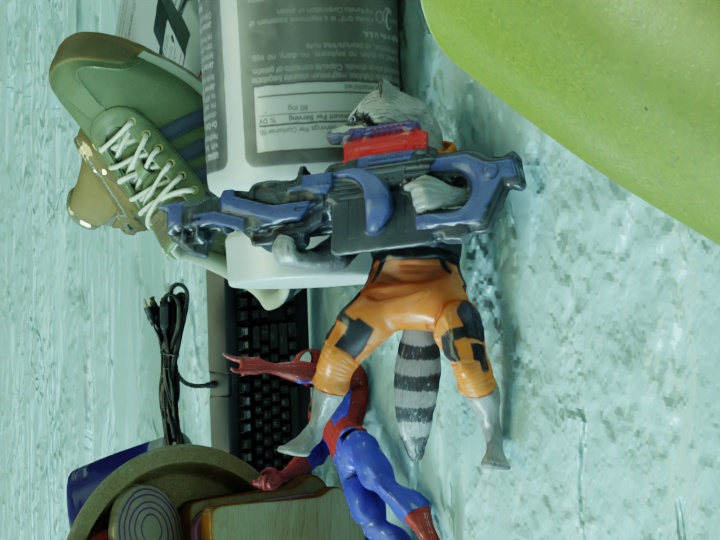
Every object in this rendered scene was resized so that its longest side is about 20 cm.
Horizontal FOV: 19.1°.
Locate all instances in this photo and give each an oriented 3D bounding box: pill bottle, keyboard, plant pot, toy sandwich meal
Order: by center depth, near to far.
[{"bbox_3d":[0.149,-0.077,0.696,0.200,0.186,0.188,50,140,34],"label":"plant pot"},{"bbox_3d":[-0.032,-0.093,1.191,0.114,0.113,0.202,171,97,-68],"label":"pill bottle"},{"bbox_3d":[-0.082,0.193,1.237,0.070,0.204,0.207,-11,81,50],"label":"toy sandwich meal"},{"bbox_3d":[-0.077,0.069,1.310,0.020,0.126,0.202,0,94,49],"label":"keyboard"}]

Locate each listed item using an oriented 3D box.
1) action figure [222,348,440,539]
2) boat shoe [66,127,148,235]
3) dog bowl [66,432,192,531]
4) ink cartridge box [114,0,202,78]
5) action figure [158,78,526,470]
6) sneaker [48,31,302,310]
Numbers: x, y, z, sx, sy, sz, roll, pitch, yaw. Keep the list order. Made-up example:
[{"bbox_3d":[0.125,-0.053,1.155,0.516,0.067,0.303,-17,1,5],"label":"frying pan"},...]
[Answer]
[{"bbox_3d":[-0.023,0.112,1.218,0.201,0.098,0.066,-115,32,-48],"label":"action figure"},{"bbox_3d":[-0.167,-0.054,1.473,0.072,0.076,0.200,64,-176,16],"label":"boat shoe"},{"bbox_3d":[-0.121,0.211,1.379,0.200,0.078,0.202,-18,-90,-90],"label":"dog bowl"},{"bbox_3d":[-0.092,-0.131,1.378,0.201,0.082,0.147,-115,31,-43],"label":"ink cartridge box"},{"bbox_3d":[0.000,0.000,1.110,0.104,0.198,0.196,14,-101,-67],"label":"action figure"},{"bbox_3d":[-0.102,-0.053,1.247,0.067,0.199,0.090,-39,23,41],"label":"sneaker"}]
